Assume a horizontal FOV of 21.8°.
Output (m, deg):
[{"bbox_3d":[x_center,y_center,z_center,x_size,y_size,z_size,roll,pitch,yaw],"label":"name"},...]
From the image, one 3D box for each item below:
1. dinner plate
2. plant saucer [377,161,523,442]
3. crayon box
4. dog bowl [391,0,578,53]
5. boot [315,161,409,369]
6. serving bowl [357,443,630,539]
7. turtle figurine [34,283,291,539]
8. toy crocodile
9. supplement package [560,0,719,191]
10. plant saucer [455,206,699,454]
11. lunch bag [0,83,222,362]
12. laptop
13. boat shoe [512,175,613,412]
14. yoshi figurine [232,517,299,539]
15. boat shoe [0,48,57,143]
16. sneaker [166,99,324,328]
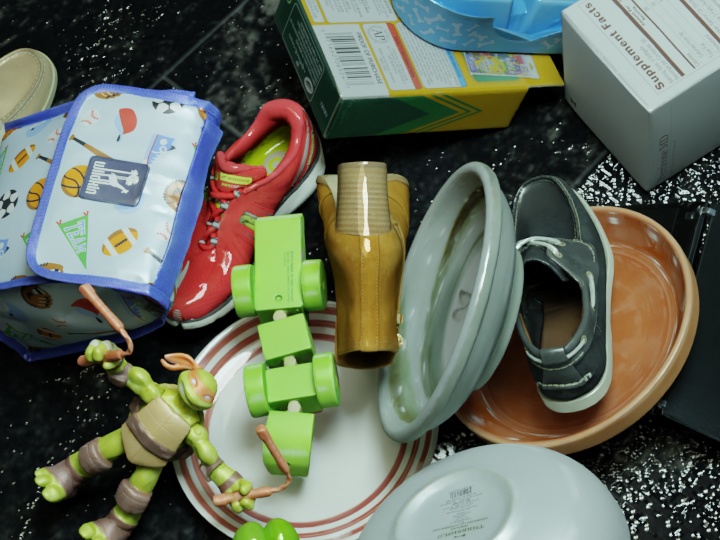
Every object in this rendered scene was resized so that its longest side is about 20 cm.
[{"bbox_3d":[-0.041,0.115,1.367,0.199,0.024,0.201,-4,60,7],"label":"dinner plate"},{"bbox_3d":[0.070,0.027,1.293,0.050,0.200,0.201,17,61,-13],"label":"plant saucer"},{"bbox_3d":[0.046,-0.171,1.469,0.199,0.052,0.126,-6,56,-26],"label":"crayon box"},{"bbox_3d":[0.113,-0.222,1.471,0.199,0.050,0.112,-1,54,-25],"label":"dog bowl"},{"bbox_3d":[0.001,0.000,1.366,0.070,0.201,0.145,0,88,1],"label":"boot"},{"bbox_3d":[0.073,0.182,1.221,0.199,0.066,0.201,-20,32,13],"label":"serving bowl"},{"bbox_3d":[-0.156,0.112,1.316,0.200,0.064,0.161,43,109,-8],"label":"turtle figurine"},{"bbox_3d":[-0.053,0.050,1.350,0.067,0.062,0.201,-9,64,4],"label":"toy crocodile"},{"bbox_3d":[0.266,-0.178,1.434,0.199,0.117,0.117,-32,62,-10],"label":"supplement package"},{"bbox_3d":[0.150,0.045,1.340,0.199,0.032,0.201,-20,47,23],"label":"plant saucer"},{"bbox_3d":[-0.196,-0.039,1.377,0.199,0.124,0.171,-9,57,40],"label":"lunch bag"},{"bbox_3d":[0.232,0.049,1.374,0.199,0.103,0.178,-2,56,37],"label":"laptop"},{"bbox_3d":[0.137,0.001,1.313,0.072,0.068,0.201,-20,45,20],"label":"boat shoe"},{"bbox_3d":[-0.052,0.271,1.258,0.112,0.112,0.201,-22,68,42],"label":"yoshi figurine"},{"bbox_3d":[-0.325,-0.113,1.511,0.072,0.065,0.200,35,71,24],"label":"boat shoe"},{"bbox_3d":[-0.101,-0.050,1.424,0.077,0.085,0.201,22,66,20],"label":"sneaker"}]
